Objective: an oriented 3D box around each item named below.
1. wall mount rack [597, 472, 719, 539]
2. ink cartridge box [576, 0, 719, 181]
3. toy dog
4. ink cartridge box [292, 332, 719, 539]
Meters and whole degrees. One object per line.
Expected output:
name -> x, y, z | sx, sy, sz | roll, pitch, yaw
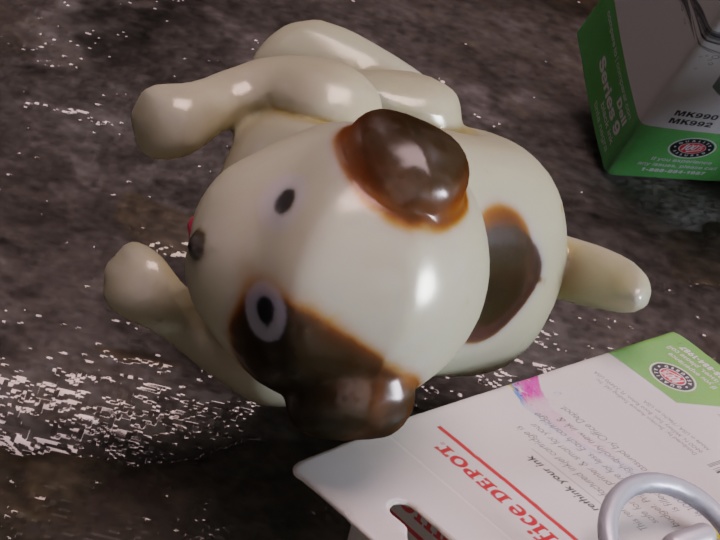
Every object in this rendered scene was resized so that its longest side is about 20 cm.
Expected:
wall mount rack -> 0.172, 0.133, 0.973 | 0.174, 0.075, 0.200 | -12, 65, -38
ink cartridge box -> 0.203, -0.122, 1.331 | 0.146, 0.200, 0.084 | 3, 62, -18
toy dog -> 0.000, 0.000, 1.068 | 0.194, 0.140, 0.200 | 25, 8, 7
ink cartridge box -> 0.076, 0.099, 1.062 | 0.200, 0.067, 0.117 | -15, 41, -39
